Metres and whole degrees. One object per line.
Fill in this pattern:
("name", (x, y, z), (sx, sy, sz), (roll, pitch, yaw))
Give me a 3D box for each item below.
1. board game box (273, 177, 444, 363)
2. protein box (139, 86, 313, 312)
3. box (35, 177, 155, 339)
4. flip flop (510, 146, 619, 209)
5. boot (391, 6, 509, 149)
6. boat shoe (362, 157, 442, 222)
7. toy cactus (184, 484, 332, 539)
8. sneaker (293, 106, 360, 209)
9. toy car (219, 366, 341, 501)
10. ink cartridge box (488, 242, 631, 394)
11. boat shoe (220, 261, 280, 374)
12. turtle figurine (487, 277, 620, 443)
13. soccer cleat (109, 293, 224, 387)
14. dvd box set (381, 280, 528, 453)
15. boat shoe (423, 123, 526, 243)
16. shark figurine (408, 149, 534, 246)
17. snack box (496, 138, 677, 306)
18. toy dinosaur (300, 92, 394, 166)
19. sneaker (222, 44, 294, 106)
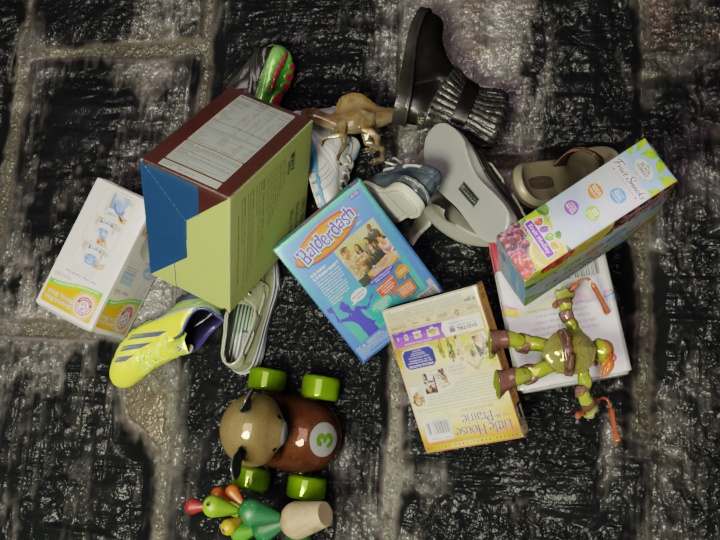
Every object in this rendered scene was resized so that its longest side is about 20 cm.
("board game box", (0.000, 0.000, 1.158), (0.152, 0.045, 0.201), (-37, 101, 2))
("protein box", (-0.174, -0.097, 1.137), (0.134, 0.200, 0.200), (24, 46, 16))
("box", (-0.365, -0.014, 1.247), (0.100, 0.113, 0.202), (24, 84, 14))
("flip flop", (0.280, -0.128, 1.113), (0.198, 0.058, 0.082), (-10, 69, -33))
("boot", (0.135, -0.272, 1.204), (0.156, 0.080, 0.214), (11, 65, 2))
("boat shoe", (0.052, -0.112, 1.145), (0.062, 0.200, 0.075), (-45, 100, -10))
("toy cactus", (-0.110, 0.328, 1.076), (0.164, 0.200, 0.103), (-22, 35, 32))
("sneaker", (-0.036, -0.151, 1.226), (0.086, 0.075, 0.203), (-16, 76, 3))
("toy car", (-0.118, 0.209, 1.103), (0.156, 0.200, 0.167), (6, 80, 13))
("ink cartridge box", (0.257, 0.051, 1.113), (0.144, 0.083, 0.203), (-11, 77, 9))
("boat shoe", (-0.158, 0.046, 1.216), (0.071, 0.062, 0.203), (1, 78, 12))
("turtle figurine", (0.238, 0.111, 1.015), (0.159, 0.064, 0.203), (-7, 79, -1))
("soccer cleat", (-0.279, 0.104, 1.220), (0.200, 0.065, 0.084), (-40, 44, 0))
("dvd box set", (0.121, 0.128, 1.102), (0.145, 0.029, 0.203), (-18, 92, 32))
("boat shoe", (0.149, -0.109, 1.107), (0.071, 0.063, 0.201), (-47, 55, 30))
("shark figurine", (0.141, -0.073, 1.163), (0.213, 0.089, 0.129), (29, 88, 18))
("snack box", (0.259, -0.050, 1.002), (0.199, 0.169, 0.068), (-32, 75, 2))
("toy dinosaur", (0.009, -0.205, 1.193), (0.197, 0.058, 0.102), (-7, 72, -12))
("sneaker", (-0.172, -0.249, 1.282), (0.083, 0.077, 0.202), (25, 82, 33))
